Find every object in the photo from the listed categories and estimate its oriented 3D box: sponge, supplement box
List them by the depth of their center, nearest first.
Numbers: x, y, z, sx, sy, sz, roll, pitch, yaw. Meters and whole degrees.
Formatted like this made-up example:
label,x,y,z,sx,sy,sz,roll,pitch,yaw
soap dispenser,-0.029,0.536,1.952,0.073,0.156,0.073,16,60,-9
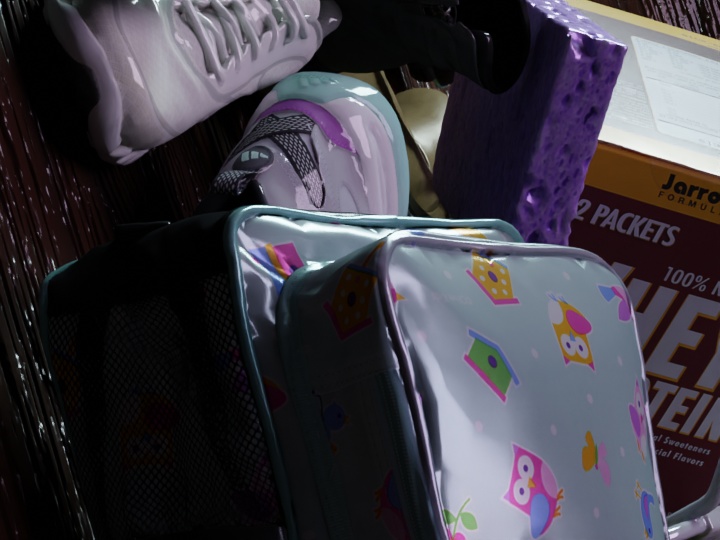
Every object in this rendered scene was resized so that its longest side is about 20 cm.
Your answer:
label,x,y,z,sx,sy,sz,roll,pitch,yaw
sponge,0.069,-0.065,1.051,0.200,0.030,0.112,-116,-141,-73
supplement box,0.126,-0.002,1.186,0.200,0.132,0.198,-90,-163,-65

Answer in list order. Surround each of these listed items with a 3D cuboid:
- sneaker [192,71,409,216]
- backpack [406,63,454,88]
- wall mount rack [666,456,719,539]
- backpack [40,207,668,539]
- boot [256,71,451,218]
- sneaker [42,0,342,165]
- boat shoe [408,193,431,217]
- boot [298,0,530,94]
label,x,y,z,sx,sy,sz,roll,pitch,yaw
sneaker,-0.029,0.040,0.895,0.140,0.077,0.201,-50,134,-53
backpack,0.051,-0.235,1.402,0.176,0.153,0.201,35,31,-60
wall mount rack,0.151,0.076,1.023,0.200,0.173,0.075,-6,65,-59
backpack,0.007,0.083,0.735,0.175,0.153,0.202,4,81,-55
boot,-0.004,-0.097,1.167,0.176,0.066,0.201,-92,157,-52
sneaker,-0.061,-0.091,0.900,0.200,0.081,0.076,-49,120,-73
boat shoe,0.000,0.000,1.060,0.200,0.074,0.069,59,39,-51
boot,-0.009,-0.161,0.976,0.070,0.131,0.200,-54,126,-26
